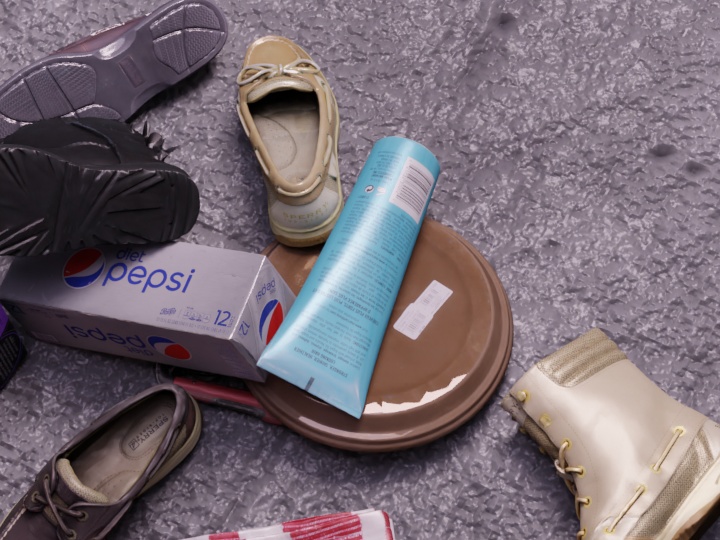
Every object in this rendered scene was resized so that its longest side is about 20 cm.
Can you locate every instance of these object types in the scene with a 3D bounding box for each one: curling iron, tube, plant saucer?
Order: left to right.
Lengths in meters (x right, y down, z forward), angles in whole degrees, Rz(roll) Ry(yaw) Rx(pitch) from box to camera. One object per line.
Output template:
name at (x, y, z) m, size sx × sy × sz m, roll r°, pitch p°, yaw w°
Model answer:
curling iron at (-0.051, 0.086, 1.440) m, size 0.199 × 0.026 × 0.050 m, roll 17°, pitch 69°, yaw 12°
tube at (0.000, 0.000, 1.423) m, size 0.077 × 0.050 × 0.201 m, roll 25°, pitch 60°, yaw -2°
plant saucer at (0.008, 0.033, 1.446) m, size 0.199 × 0.030 × 0.201 m, roll 1°, pitch 55°, yaw -1°

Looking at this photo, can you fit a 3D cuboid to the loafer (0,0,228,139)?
loafer at (-0.192, -0.144, 1.554) m, size 0.199 × 0.063 × 0.072 m, roll -28°, pitch 107°, yaw -8°

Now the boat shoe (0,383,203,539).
boat shoe at (-0.188, 0.148, 1.393) m, size 0.073 × 0.065 × 0.200 m, roll 37°, pitch 77°, yaw 16°

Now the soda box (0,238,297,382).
soda box at (-0.147, 0.019, 1.428) m, size 0.199 × 0.064 × 0.069 m, roll 8°, pitch 63°, yaw 28°

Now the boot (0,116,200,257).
boot at (-0.215, -0.066, 1.435) m, size 0.197 × 0.074 × 0.162 m, roll 0°, pitch 17°, yaw -25°

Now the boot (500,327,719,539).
boot at (0.144, 0.143, 1.373) m, size 0.155 × 0.073 × 0.200 m, roll 40°, pitch 71°, yaw 20°

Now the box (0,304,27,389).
box at (-0.348, 0.031, 1.434) m, size 0.199 × 0.122 × 0.106 m, roll 28°, pitch 69°, yaw 17°

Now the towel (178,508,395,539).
towel at (-0.068, 0.238, 1.369) m, size 0.199 × 0.023 × 0.145 m, roll -9°, pitch 64°, yaw -1°

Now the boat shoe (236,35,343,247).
boat shoe at (-0.052, -0.107, 1.498) m, size 0.073 × 0.063 × 0.201 m, roll -9°, pitch 48°, yaw 1°
